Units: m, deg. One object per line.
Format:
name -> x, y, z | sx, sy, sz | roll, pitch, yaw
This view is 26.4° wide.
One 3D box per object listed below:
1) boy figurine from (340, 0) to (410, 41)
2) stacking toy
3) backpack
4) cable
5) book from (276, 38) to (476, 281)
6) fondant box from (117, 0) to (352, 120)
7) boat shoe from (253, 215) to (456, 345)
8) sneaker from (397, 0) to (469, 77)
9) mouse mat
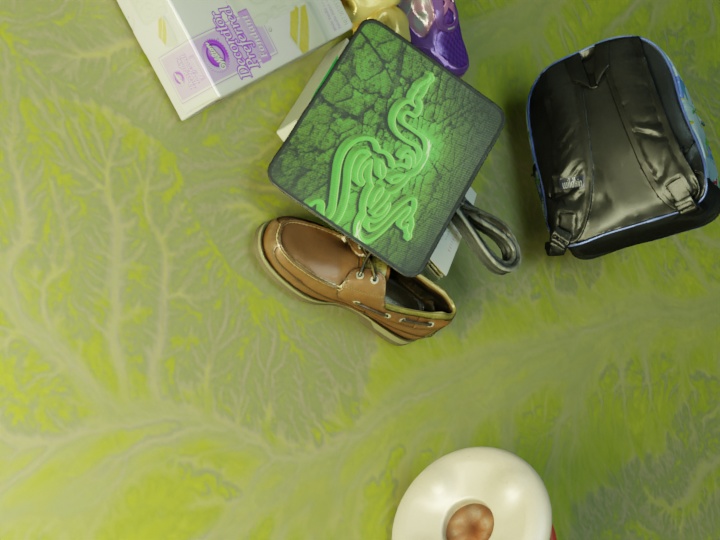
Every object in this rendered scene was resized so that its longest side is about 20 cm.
boy figurine -> -0.003, -0.277, 1.430 | 0.124, 0.064, 0.201 | -36, 104, -22
stacking toy -> 0.128, 0.255, 1.345 | 0.200, 0.145, 0.147 | 47, 43, -49
backpack -> 0.266, -0.125, 1.580 | 0.147, 0.182, 0.202 | 21, 54, -66
cable -> 0.085, -0.075, 1.394 | 0.201, 0.050, 0.097 | 54, 40, -8
book -> 0.019, -0.098, 1.410 | 0.200, 0.048, 0.134 | 47, 42, -20
fondant box -> -0.110, -0.233, 1.314 | 0.200, 0.058, 0.145 | -36, 101, -46
boat shoe -> 0.000, 0.000, 1.327 | 0.199, 0.068, 0.072 | 26, 59, -36
sneaker -> 0.065, -0.284, 1.494 | 0.080, 0.088, 0.201 | -23, 92, -49
mouse mat -> 0.027, -0.110, 1.338 | 0.160, 0.008, 0.201 | 34, 64, -7
